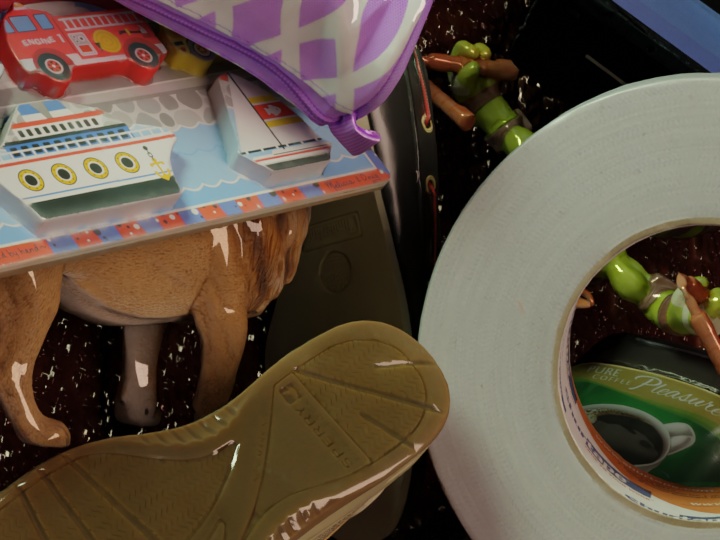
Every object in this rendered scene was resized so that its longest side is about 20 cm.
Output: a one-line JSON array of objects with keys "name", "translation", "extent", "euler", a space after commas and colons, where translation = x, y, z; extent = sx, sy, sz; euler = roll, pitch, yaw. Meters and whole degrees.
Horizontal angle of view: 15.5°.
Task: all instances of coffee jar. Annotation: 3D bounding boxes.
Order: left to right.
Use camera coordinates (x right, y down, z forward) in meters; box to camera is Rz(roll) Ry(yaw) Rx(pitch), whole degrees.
[{"name": "coffee jar", "translation": [0.093, 0.109, 1.049], "extent": [0.200, 0.104, 0.086], "euler": [-46, 139, -40]}]

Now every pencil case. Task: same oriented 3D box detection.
[{"name": "pencil case", "translation": [-0.069, -0.119, 0.869], "extent": [0.199, 0.084, 0.086], "euler": [24, 67, -17]}]

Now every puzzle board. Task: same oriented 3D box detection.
[{"name": "puzzle board", "translation": [-0.095, -0.072, 0.878], "extent": [0.199, 0.017, 0.151], "euler": [-15, 59, -47]}]

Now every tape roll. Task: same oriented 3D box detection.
[{"name": "tape roll", "translation": [0.121, 0.032, 0.924], "extent": [0.066, 0.199, 0.202], "euler": [-38, 116, -79]}]

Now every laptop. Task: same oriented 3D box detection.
[{"name": "laptop", "translation": [0.158, -0.078, 1.052], "extent": [0.177, 0.200, 0.104], "euler": [35, 80, 3]}]

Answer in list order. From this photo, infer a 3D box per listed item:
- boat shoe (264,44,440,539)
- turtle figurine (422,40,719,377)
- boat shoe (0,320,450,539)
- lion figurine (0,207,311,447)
[{"name": "boat shoe", "translation": [0.002, 0.000, 0.990], "extent": [0.063, 0.073, 0.203], "euler": [-8, 91, -50]}, {"name": "turtle figurine", "translation": [0.107, -0.022, 1.098], "extent": [0.200, 0.065, 0.161], "euler": [44, 34, 14]}, {"name": "boat shoe", "translation": [-0.056, 0.087, 0.860], "extent": [0.199, 0.065, 0.071], "euler": [-25, 70, -30]}, {"name": "lion figurine", "translation": [-0.088, -0.006, 0.890], "extent": [0.199, 0.072, 0.124], "euler": [1, 97, -55]}]
